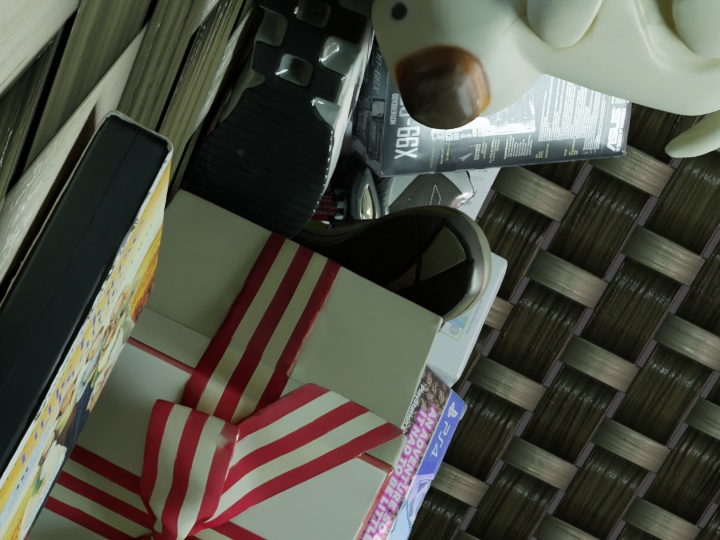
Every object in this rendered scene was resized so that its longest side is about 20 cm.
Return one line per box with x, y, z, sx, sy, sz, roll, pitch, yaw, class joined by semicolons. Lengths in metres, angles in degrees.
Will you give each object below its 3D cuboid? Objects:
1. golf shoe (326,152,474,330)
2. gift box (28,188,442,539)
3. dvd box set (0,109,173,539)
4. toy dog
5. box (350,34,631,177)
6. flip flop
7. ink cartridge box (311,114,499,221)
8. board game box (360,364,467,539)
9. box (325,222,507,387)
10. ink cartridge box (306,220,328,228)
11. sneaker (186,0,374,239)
0.027;0.024;1.196;0.078;0.093;0.202;-105;-165;-55;golf shoe
-0.057;0.091;0.980;0.187;0.198;0.186;-62;173;-62;gift box
-0.117;0.037;0.754;0.200;0.029;0.147;118;-2;-73;dvd box set
0.104;-0.139;0.988;0.195;0.198;0.140;78;4;-48;toy dog
0.080;-0.155;1.088;0.050;0.156;0.202;-131;-140;-56;box
0.000;0.000;1.099;0.199;0.082;0.057;-11;-173;43;flip flop
0.029;-0.127;1.192;0.201;0.143;0.084;-66;-147;36;ink cartridge box
-0.048;0.098;1.289;0.096;0.200;0.160;-3;-128;45;board game box
-0.015;0.010;1.403;0.102;0.199;0.113;-63;-178;-28;box
-0.008;-0.067;1.328;0.201;0.147;0.076;-63;-179;-43;ink cartridge box
-0.031;-0.098;1.068;0.201;0.074;0.089;-64;178;29;sneaker
